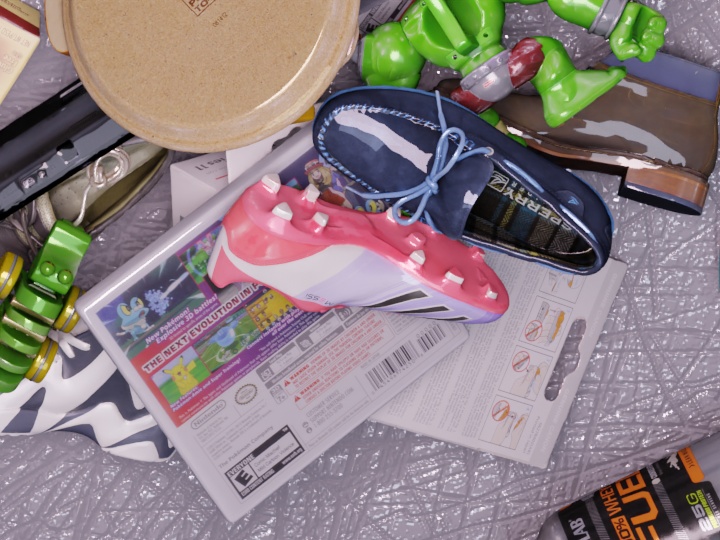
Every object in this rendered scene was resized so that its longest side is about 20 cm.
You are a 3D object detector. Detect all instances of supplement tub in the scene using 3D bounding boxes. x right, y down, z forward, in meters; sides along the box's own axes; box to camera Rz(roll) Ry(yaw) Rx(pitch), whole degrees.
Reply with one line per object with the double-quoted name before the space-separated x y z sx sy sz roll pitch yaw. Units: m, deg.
"supplement tub" 0.213 0.204 1.733 0.199 0.123 0.123 -27 117 4

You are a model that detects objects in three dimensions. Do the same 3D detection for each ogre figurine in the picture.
"ogre figurine" 0.081 -0.133 1.520 0.200 0.098 0.120 -33 95 32

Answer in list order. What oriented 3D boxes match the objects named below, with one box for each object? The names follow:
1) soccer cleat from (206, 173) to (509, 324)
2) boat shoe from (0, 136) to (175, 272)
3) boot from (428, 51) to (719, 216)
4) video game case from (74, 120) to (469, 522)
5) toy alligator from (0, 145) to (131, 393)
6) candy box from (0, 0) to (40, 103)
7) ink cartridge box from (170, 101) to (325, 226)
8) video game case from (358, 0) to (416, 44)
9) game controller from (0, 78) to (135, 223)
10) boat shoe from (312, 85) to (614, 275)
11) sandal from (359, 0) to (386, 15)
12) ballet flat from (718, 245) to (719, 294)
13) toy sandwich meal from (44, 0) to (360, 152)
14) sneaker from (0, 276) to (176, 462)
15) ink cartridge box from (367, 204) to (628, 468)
"soccer cleat" 0.000 0.000 1.505 0.199 0.067 0.077 18 126 -30
"boat shoe" -0.201 -0.043 1.580 0.200 0.066 0.072 -36 116 9
"boot" 0.147 -0.113 1.614 0.199 0.075 0.097 20 85 -5
"video game case" -0.053 0.031 1.531 0.200 0.023 0.183 -37 115 -9
"toy alligator" -0.201 0.012 1.535 0.059 0.054 0.201 27 105 -15
"candy box" -0.302 -0.103 1.541 0.115 0.055 0.200 29 107 -19
"ink cartridge box" -0.059 -0.021 1.589 0.117 0.067 0.201 -19 122 -34
"video game case" -0.024 -0.242 1.538 0.200 0.017 0.143 33 107 -22
"game controller" -0.169 -0.098 1.536 0.199 0.104 0.042 -31 108 7
"boat shoe" 0.067 -0.057 1.472 0.199 0.069 0.085 17 116 -8
"sandal" 0.010 -0.197 1.513 0.199 0.076 0.043 -31 113 7
"ballet flat" 0.286 -0.057 1.653 0.069 0.070 0.201 -4 116 -7
"toy sandwich meal" -0.092 -0.160 1.447 0.204 0.070 0.207 -1 84 14
"sneaker" -0.199 0.045 1.619 0.198 0.080 0.130 15 108 -11
"ink cartridge box" 0.076 0.037 1.650 0.199 0.050 0.162 18 96 -43
